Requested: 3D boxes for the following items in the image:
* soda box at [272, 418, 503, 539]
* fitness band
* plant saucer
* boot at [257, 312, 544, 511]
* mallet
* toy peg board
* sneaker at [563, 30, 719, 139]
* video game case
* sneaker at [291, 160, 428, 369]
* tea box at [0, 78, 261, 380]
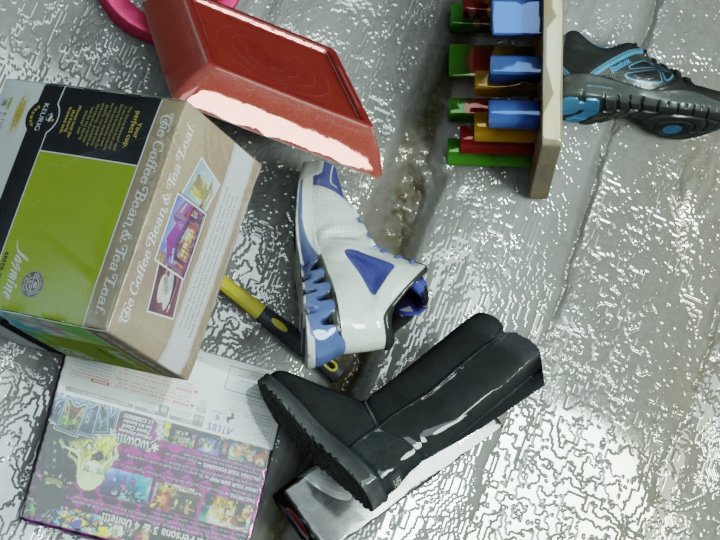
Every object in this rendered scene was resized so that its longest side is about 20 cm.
[{"bbox_3d":[0.024,0.168,1.627,0.200,0.063,0.071,-34,89,-17],"label":"soda box"},{"bbox_3d":[-0.190,-0.302,1.680,0.143,0.037,0.200,-29,87,-14],"label":"fitness band"},{"bbox_3d":[-0.080,-0.170,1.585,0.200,0.200,0.037,20,115,-25],"label":"plant saucer"},{"bbox_3d":[0.035,0.095,1.585,0.200,0.066,0.165,-37,59,-18],"label":"boot"},{"bbox_3d":[-0.101,0.040,1.637,0.200,0.041,0.066,45,72,-6],"label":"mallet"},{"bbox_3d":[0.128,-0.184,1.659,0.097,0.199,0.201,1,79,3],"label":"toy peg board"},{"bbox_3d":[0.273,-0.177,1.739,0.199,0.073,0.082,9,65,-25],"label":"sneaker"},{"bbox_3d":[-0.176,0.152,1.595,0.199,0.036,0.182,16,76,-10],"label":"video game case"},{"bbox_3d":[0.000,0.001,1.614,0.115,0.081,0.200,-1,52,-8],"label":"sneaker"},{"bbox_3d":[-0.219,-0.035,1.525,0.196,0.134,0.201,10,74,31],"label":"tea box"}]
